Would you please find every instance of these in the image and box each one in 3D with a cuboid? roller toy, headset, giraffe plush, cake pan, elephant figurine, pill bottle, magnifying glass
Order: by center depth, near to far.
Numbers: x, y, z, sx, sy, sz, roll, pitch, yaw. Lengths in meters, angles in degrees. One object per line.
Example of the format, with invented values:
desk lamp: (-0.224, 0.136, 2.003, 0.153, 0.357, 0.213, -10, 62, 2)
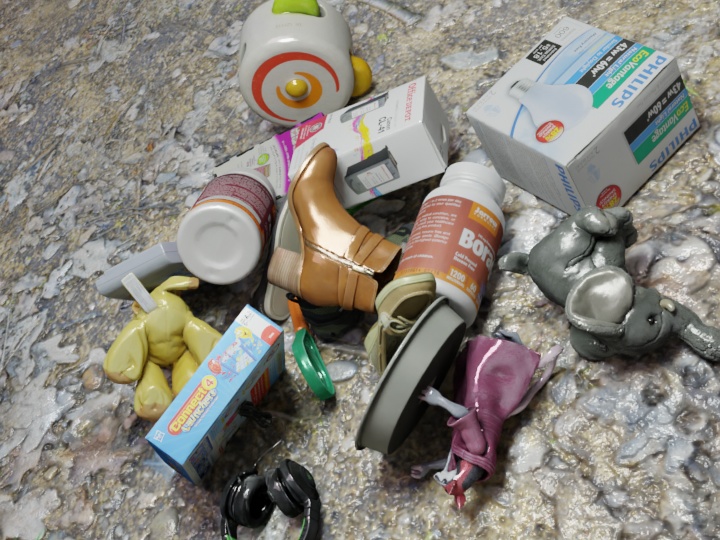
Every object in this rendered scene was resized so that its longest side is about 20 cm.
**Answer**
elephant figurine: (0.277, 0.037, 1.196, 0.155, 0.141, 0.201, -44, 51, 38)
cake pan: (0.061, 0.124, 1.226, 0.037, 0.200, 0.201, 30, 71, 14)
headset: (-0.115, 0.259, 1.285, 0.123, 0.094, 0.201, -18, 55, 20)
pill bottle: (0.117, -0.033, 1.364, 0.112, 0.112, 0.201, 0, 55, 34)
magnifying glass: (-0.070, 0.096, 1.419, 0.022, 0.080, 0.200, -31, 33, 4)
giraffe plush: (-0.273, 0.094, 1.496, 0.172, 0.201, 0.162, -21, 5, -11)
pill bottle: (-0.178, -0.068, 1.501, 0.114, 0.115, 0.200, -25, 18, 14)
roller toy: (-0.099, -0.322, 1.710, 0.182, 0.200, 0.140, -31, 42, 27)

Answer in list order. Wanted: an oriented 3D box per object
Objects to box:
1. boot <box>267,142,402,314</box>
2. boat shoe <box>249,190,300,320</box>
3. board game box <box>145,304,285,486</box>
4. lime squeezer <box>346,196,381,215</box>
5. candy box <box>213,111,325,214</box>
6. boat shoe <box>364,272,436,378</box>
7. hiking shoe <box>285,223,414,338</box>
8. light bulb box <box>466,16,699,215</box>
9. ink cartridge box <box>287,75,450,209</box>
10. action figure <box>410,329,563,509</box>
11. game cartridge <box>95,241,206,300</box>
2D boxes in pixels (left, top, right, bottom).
boot: (-0.018, -0.050, 1.357, 0.154, 0.074, 0.201, 16, 92, 23)
boat shoe: (-0.112, -0.033, 1.518, 0.062, 0.072, 0.201, 10, 85, 43)
board game box: (-0.172, 0.159, 1.338, 0.056, 0.200, 0.196, 34, 73, 7)
lime squeezer: (-0.027, -0.059, 1.540, 0.070, 0.038, 0.200, 18, 65, 42)
candy box: (-0.123, -0.138, 1.655, 0.199, 0.061, 0.137, -24, 47, 14)
boat shoe: (0.051, 0.070, 1.274, 0.073, 0.201, 0.063, -8, 62, -21)
hiking shoe: (0.000, 0.000, 1.424, 0.200, 0.101, 0.076, -42, 43, -4)
light bulb box: (0.281, -0.192, 1.381, 0.198, 0.125, 0.200, -45, 42, -7)
ink cartridge box: (0.013, -0.166, 1.468, 0.199, 0.086, 0.148, -21, 30, 18)
action figure: (0.135, 0.175, 1.205, 0.148, 0.134, 0.201, 10, 56, 7)
game cartridge: (-0.274, 0.003, 1.555, 0.133, 0.200, 0.042, -21, 80, 15)
